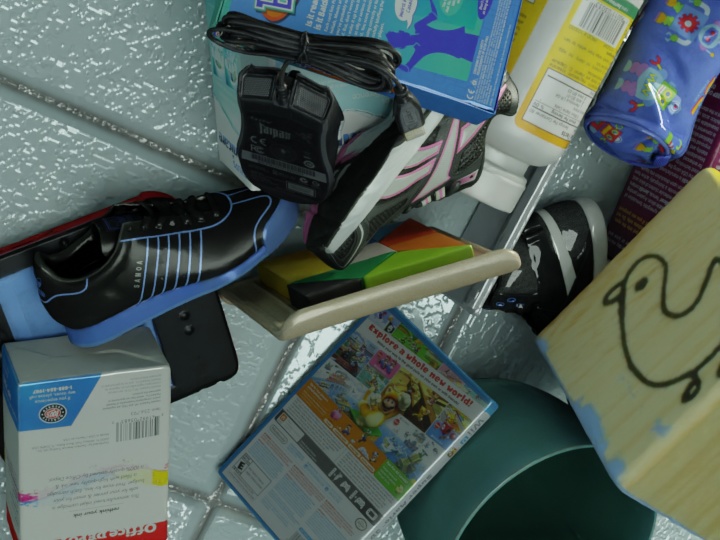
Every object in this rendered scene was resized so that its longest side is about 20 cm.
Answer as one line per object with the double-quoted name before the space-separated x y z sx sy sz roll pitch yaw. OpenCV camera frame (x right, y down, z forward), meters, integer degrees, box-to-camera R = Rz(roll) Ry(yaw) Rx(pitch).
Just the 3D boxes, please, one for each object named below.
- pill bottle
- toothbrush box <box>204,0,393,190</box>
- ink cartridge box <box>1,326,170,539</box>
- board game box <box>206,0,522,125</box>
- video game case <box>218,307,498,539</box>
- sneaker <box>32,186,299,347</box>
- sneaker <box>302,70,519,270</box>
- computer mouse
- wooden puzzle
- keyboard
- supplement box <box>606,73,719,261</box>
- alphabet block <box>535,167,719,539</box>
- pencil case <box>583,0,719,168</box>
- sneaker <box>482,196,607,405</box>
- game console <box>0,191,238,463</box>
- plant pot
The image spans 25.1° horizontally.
"pill bottle" 0.126 -0.151 1.251 0.113 0.113 0.200 22 100 -28
"toothbrush box" -0.033 -0.173 1.192 0.146 0.085 0.201 -12 113 -18
"ink cartridge box" -0.209 0.150 1.234 0.116 0.067 0.201 -6 118 -22
"board game box" 0.011 -0.202 1.097 0.199 0.045 0.153 17 80 -12
"video game case" -0.005 0.136 1.295 0.200 0.143 0.018 -47 145 0
"sneaker" -0.142 -0.022 1.180 0.200 0.070 0.078 -31 127 -8
"sneaker" 0.045 -0.076 1.166 0.086 0.080 0.200 37 94 -25
"computer mouse" -0.019 -0.107 1.086 0.200 0.140 0.046 81 25 -59
"wooden puzzle" 0.000 0.000 1.213 0.185 0.200 0.037 -17 101 -16
"keyboard" 0.123 -0.061 1.316 0.011 0.056 0.200 22 100 -37
"supplement box" 0.310 -0.074 1.362 0.131 0.103 0.200 17 102 -27
"alphabet block" 0.292 0.078 1.252 0.196 0.196 0.200 31 111 -34
"pencil case" 0.256 -0.176 1.287 0.087 0.078 0.200 29 80 10
"sneaker" 0.150 0.042 1.365 0.112 0.073 0.201 -10 105 -15
"game console" -0.204 0.044 1.236 0.200 0.031 0.177 -22 116 -13
"plant pot" 0.117 0.184 1.338 0.200 0.161 0.201 -14 124 -22
